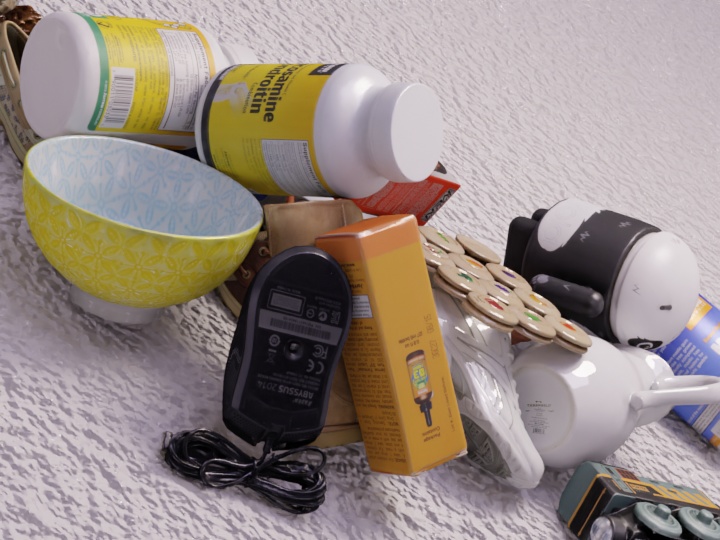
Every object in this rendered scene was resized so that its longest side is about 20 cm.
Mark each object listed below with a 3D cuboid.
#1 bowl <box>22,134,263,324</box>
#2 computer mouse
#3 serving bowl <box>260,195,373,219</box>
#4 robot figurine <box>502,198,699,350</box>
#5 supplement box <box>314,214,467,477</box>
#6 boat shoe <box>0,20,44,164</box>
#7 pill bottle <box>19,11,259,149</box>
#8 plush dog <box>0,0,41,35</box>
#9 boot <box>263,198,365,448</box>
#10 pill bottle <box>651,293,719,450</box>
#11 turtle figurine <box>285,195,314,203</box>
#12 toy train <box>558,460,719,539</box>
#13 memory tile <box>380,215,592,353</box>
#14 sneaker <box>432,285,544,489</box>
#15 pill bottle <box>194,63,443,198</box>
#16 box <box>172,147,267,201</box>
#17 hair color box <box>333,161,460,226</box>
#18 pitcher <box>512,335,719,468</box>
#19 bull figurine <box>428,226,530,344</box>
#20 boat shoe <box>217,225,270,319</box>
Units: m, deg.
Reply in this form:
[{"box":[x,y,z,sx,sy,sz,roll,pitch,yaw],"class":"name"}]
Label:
[{"box":[-0.187,-0.022,1.600,0.198,0.109,0.200,16,21,-6],"class":"bowl"},{"box":[-0.070,0.078,1.539,0.137,0.202,0.053,19,-5,-20],"class":"computer mouse"},{"box":[-0.059,-0.089,1.920,0.199,0.066,0.201,27,27,-15],"class":"serving bowl"},{"box":[0.238,0.005,1.941,0.199,0.151,0.125,21,-26,32],"class":"robot figurine"},{"box":[0.025,0.060,1.578,0.066,0.069,0.202,-19,98,-37],"class":"supplement box"},{"box":[-0.281,-0.139,1.755,0.200,0.063,0.073,46,28,21],"class":"boat shoe"},{"box":[-0.187,-0.163,1.719,0.199,0.113,0.113,0,42,-39],"class":"pill bottle"},{"box":[-0.383,-0.284,1.833,0.171,0.160,0.201,25,34,-58],"class":"plush dog"},{"box":[-0.002,0.041,1.638,0.174,0.066,0.202,-5,89,-51],"class":"boot"},{"box":[0.336,0.084,2.028,0.200,0.112,0.112,40,27,11],"class":"pill bottle"},{"box":[0.000,0.000,1.763,0.161,0.064,0.202,21,46,-67],"class":"turtle figurine"},{"box":[0.270,0.230,1.755,0.199,0.086,0.114,14,23,-35],"class":"toy train"},{"box":[0.111,0.010,1.762,0.152,0.017,0.200,17,17,-40],"class":"memory tile"},{"box":[0.111,0.096,1.723,0.099,0.078,0.201,-38,98,-31],"class":"sneaker"},{"box":[-0.034,-0.118,1.656,0.198,0.113,0.112,4,8,35],"class":"pill bottle"},{"box":[-0.147,-0.141,1.835,0.199,0.033,0.121,24,47,18],"class":"box"},{"box":[0.010,-0.102,1.824,0.102,0.061,0.200,48,13,18],"class":"hair color box"},{"box":[0.230,0.116,1.810,0.199,0.170,0.123,-5,91,-56],"class":"pitcher"},{"box":[0.095,0.018,1.893,0.200,0.065,0.122,29,20,-51],"class":"bull figurine"},{"box":[-0.089,-0.008,1.745,0.072,0.072,0.200,-6,48,-51],"class":"boat shoe"}]
